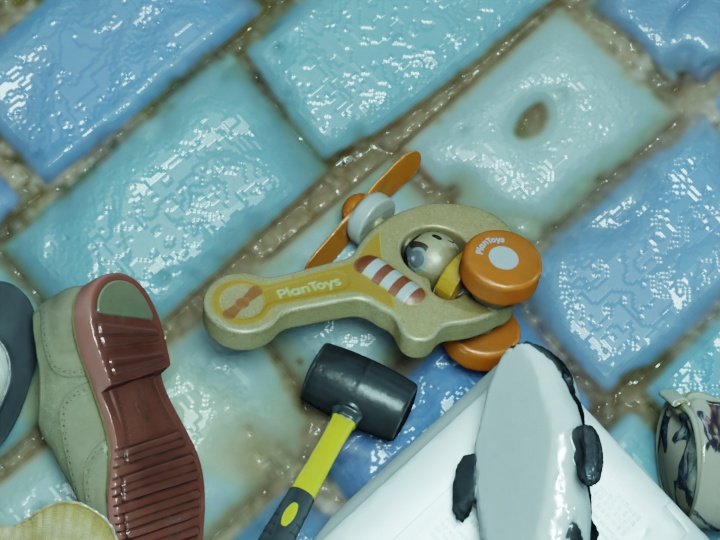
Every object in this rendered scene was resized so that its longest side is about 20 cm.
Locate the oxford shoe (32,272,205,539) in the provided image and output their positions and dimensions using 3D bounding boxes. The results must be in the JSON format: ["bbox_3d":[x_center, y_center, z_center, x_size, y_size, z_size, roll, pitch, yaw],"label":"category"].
[{"bbox_3d":[-0.142,0.105,0.999,0.075,0.070,0.201,-13,84,37],"label":"oxford shoe"}]

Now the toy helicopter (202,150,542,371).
[{"bbox_3d":[0.000,0.000,1.020,0.199,0.079,0.133,-12,52,-19],"label":"toy helicopter"}]

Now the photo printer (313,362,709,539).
[{"bbox_3d":[0.075,0.168,0.985,0.200,0.069,0.166,-42,80,-13],"label":"photo printer"}]

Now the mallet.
[{"bbox_3d":[-0.038,0.116,0.969,0.066,0.041,0.200,30,48,11],"label":"mallet"}]

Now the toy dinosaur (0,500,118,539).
[{"bbox_3d":[-0.176,0.170,0.949,0.199,0.058,0.102,17,104,4],"label":"toy dinosaur"}]

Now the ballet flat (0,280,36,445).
[{"bbox_3d":[-0.238,0.093,0.982,0.073,0.073,0.201,25,73,3],"label":"ballet flat"}]

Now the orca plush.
[{"bbox_3d":[0.113,0.138,0.921,0.071,0.105,0.201,21,40,-36],"label":"orca plush"}]

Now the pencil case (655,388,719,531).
[{"bbox_3d":[0.271,0.110,1.011,0.199,0.078,0.090,2,91,-4],"label":"pencil case"}]
